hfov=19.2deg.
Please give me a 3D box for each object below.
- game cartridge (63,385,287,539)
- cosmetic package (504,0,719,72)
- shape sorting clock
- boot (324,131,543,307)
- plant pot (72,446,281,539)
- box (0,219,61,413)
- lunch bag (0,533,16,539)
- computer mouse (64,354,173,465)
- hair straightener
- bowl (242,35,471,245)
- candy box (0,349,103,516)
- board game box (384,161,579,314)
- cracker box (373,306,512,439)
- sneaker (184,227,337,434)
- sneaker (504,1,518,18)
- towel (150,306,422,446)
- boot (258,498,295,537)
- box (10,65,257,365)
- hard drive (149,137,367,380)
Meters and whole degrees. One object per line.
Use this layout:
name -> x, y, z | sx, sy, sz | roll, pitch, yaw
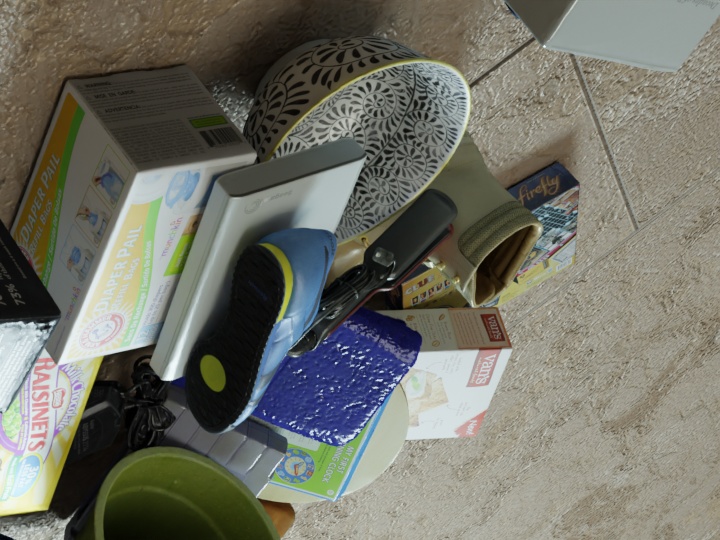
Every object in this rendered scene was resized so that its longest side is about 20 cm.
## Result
game cartridge -> -0.167, 0.199, 1.922 | 0.130, 0.038, 0.200 | 25, 121, -21
cosmetic package -> 0.196, -0.280, 1.566 | 0.165, 0.165, 0.200 | 4, 132, -43
shape sorting clock -> -0.056, 0.134, 1.918 | 0.200, 0.039, 0.200 | 1, 126, 1
boot -> 0.046, -0.018, 1.793 | 0.200, 0.155, 0.073 | -44, 151, 10
plant pot -> -0.198, 0.285, 1.867 | 0.200, 0.200, 0.190 | -3, 153, -46
box -> -0.331, 0.020, 1.440 | 0.200, 0.148, 0.104 | -3, 136, -45
lunch bag -> -0.328, 0.300, 1.802 | 0.132, 0.200, 0.136 | -5, 104, -43
computer mouse -> -0.252, 0.128, 1.774 | 0.200, 0.053, 0.139 | -21, 153, -25
hair straightener -> 0.000, 0.000, 1.677 | 0.200, 0.041, 0.077 | -37, 164, -21
bowl -> -0.023, -0.116, 1.640 | 0.201, 0.094, 0.201 | -28, 150, -18
candy box -> -0.266, 0.114, 1.670 | 0.102, 0.026, 0.200 | -5, 130, -40
board game box -> 0.115, -0.009, 2.009 | 0.200, 0.035, 0.136 | -29, 150, -16
cracker box -> 0.028, 0.099, 1.982 | 0.200, 0.058, 0.134 | -2, 138, -19
sneaker -> -0.070, 0.047, 1.596 | 0.078, 0.066, 0.200 | -21, 148, -43
sneaker -> 0.196, -0.222, 1.754 | 0.200, 0.078, 0.090 | -12, 145, -38
towel -> -0.064, 0.065, 1.815 | 0.200, 0.050, 0.148 | 24, 124, -21
boot -> -0.169, 0.274, 2.095 | 0.188, 0.068, 0.200 | -46, 158, -1
box -> -0.177, -0.039, 1.570 | 0.112, 0.101, 0.200 | -12, 142, -40
hard drive -> -0.079, -0.007, 1.604 | 0.132, 0.026, 0.200 | -20, 148, -38
